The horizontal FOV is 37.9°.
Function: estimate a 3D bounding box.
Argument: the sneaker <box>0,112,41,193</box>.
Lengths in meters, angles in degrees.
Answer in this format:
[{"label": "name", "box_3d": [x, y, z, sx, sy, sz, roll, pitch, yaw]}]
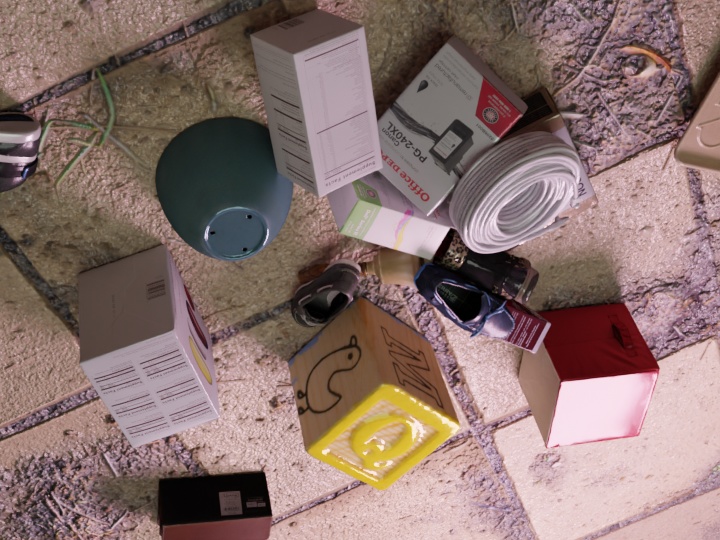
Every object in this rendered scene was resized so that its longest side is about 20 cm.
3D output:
[{"label": "sneaker", "box_3d": [-0.520, -0.147, 1.361, 0.197, 0.073, 0.113, 2, 127, -19]}]

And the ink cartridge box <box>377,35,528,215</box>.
[{"label": "ink cartridge box", "box_3d": [0.111, -0.198, 1.455, 0.145, 0.083, 0.200, 42, 113, -3]}]

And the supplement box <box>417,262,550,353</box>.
[{"label": "supplement box", "box_3d": [0.202, 0.062, 1.717, 0.198, 0.109, 0.061, 21, 101, -30]}]

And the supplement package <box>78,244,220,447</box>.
[{"label": "supplement package", "box_3d": [-0.314, 0.113, 1.561, 0.145, 0.192, 0.201, -18, 133, 1]}]

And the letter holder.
[{"label": "letter holder", "box_3d": [-0.271, 0.463, 1.932, 0.197, 0.101, 0.143, -1, 132, -15]}]

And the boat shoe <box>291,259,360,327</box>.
[{"label": "boat shoe", "box_3d": [-0.062, 0.050, 1.629, 0.066, 0.058, 0.200, 23, 144, -16]}]

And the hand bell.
[{"label": "hand bell", "box_3d": [0.000, 0.000, 1.644, 0.197, 0.105, 0.105, -9, 132, 7]}]

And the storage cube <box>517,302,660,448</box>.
[{"label": "storage cube", "box_3d": [0.394, 0.182, 1.839, 0.177, 0.172, 0.202, -6, 132, -9]}]

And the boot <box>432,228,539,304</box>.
[{"label": "boot", "box_3d": [0.190, -0.010, 1.644, 0.149, 0.200, 0.074, 25, 97, -6]}]

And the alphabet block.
[{"label": "alphabet block", "box_3d": [0.019, 0.205, 1.730, 0.196, 0.201, 0.195, 31, 115, -34]}]

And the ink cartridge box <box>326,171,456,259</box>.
[{"label": "ink cartridge box", "box_3d": [0.056, -0.087, 1.548, 0.198, 0.118, 0.068, 16, 123, -26]}]

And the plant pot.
[{"label": "plant pot", "box_3d": [-0.182, -0.092, 1.465, 0.197, 0.135, 0.202, -8, 131, -10]}]

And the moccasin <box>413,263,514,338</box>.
[{"label": "moccasin", "box_3d": [0.163, 0.061, 1.595, 0.199, 0.068, 0.081, 25, 98, -30]}]

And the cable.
[{"label": "cable", "box_3d": [0.218, -0.110, 1.466, 0.198, 0.070, 0.201, -26, 150, -13]}]

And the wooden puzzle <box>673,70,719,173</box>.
[{"label": "wooden puzzle", "box_3d": [0.595, -0.246, 1.622, 0.183, 0.046, 0.202, 7, 122, -22]}]

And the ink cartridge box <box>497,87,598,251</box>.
[{"label": "ink cartridge box", "box_3d": [0.250, -0.149, 1.582, 0.163, 0.076, 0.201, -28, 131, 10]}]

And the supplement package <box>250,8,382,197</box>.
[{"label": "supplement package", "box_3d": [-0.055, -0.219, 1.370, 0.113, 0.109, 0.202, -26, 127, -26]}]
